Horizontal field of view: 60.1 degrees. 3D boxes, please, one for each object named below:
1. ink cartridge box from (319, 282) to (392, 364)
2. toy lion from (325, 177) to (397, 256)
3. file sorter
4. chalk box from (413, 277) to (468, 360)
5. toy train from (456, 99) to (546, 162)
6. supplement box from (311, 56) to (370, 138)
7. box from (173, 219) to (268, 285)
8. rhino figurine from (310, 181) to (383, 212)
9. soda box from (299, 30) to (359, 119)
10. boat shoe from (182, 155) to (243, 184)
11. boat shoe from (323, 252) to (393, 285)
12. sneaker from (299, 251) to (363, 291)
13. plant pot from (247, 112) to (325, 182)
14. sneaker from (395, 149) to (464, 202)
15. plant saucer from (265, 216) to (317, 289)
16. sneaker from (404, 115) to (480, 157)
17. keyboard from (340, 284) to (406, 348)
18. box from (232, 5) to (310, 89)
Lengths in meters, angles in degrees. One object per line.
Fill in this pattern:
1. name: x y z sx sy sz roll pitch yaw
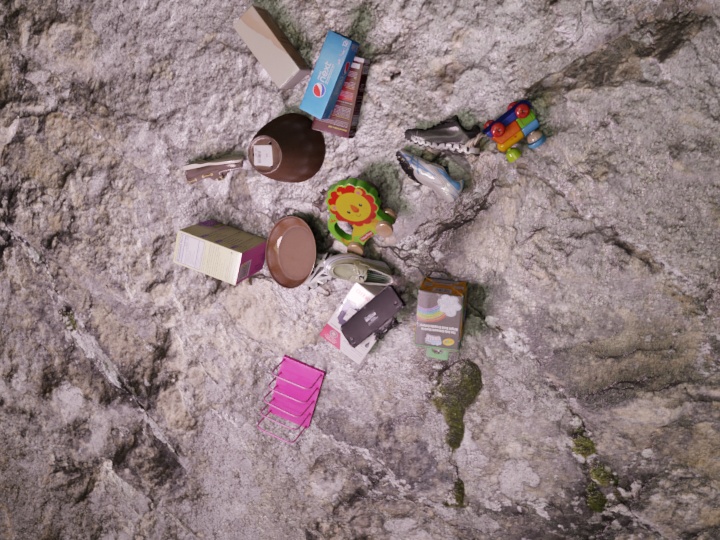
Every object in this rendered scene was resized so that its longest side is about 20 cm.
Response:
1. ink cartridge box: 0.002 0.134 1.740 0.144 0.084 0.201 36 111 3
2. toy lion: -0.016 -0.145 1.615 0.191 0.069 0.199 38 136 -19
3. file sorter: -0.211 0.386 1.851 0.138 0.125 0.202 21 110 11
4. chalk box: 0.214 0.136 1.659 0.123 0.124 0.203 7 108 13
5. toy train: 0.344 -0.309 1.509 0.199 0.085 0.116 -37 106 8
6. supplement box: -0.051 -0.454 1.609 0.108 0.061 0.202 18 108 12
7. box: -0.391 -0.055 1.757 0.198 0.176 0.098 20 109 10
8. rhino figurine: -0.039 -0.192 1.676 0.197 0.060 0.089 -2 111 14
9. soda box: -0.078 -0.482 1.543 0.067 0.064 0.202 29 111 10
10. boat shoe: -0.412 -0.283 1.760 0.198 0.072 0.060 -4 110 21
11. boat shoe: 0.000 0.000 1.659 0.198 0.062 0.073 4 116 -27
12. sneaker: -0.087 -0.019 1.731 0.198 0.074 0.089 -25 99 21
13. plant pot: -0.211 -0.310 1.621 0.185 0.200 0.189 5 107 15
14. sneaker: 0.177 -0.253 1.601 0.199 0.072 0.073 37 78 11
15. plant saucer: -0.187 -0.050 1.741 0.199 0.036 0.203 -1 89 40
16. sneaker: 0.210 -0.347 1.561 0.198 0.066 0.092 13 105 9
17. keyboard: 0.042 0.136 1.674 0.200 0.039 0.105 -41 69 21
18. box: -0.227 -0.574 1.612 0.077 0.095 0.201 -36 94 21
